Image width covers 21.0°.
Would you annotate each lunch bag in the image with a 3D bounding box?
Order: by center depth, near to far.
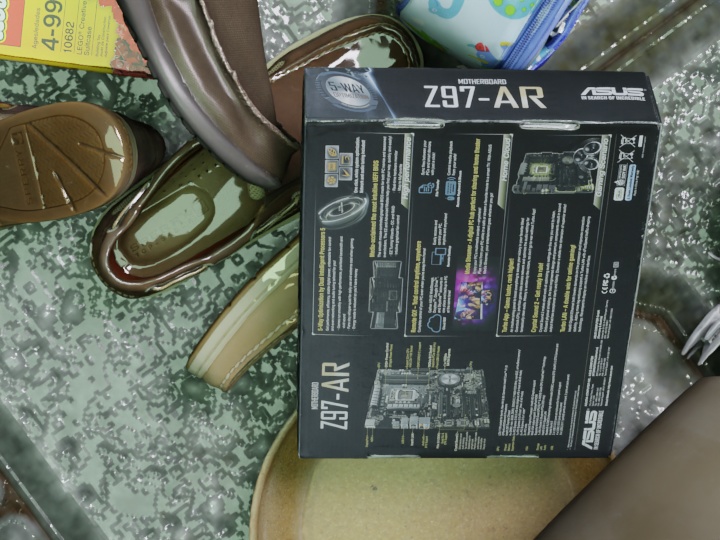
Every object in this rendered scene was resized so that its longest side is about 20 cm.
[{"bbox_3d":[0.092,-0.187,0.923,0.082,0.161,0.201,30,94,-3],"label":"lunch bag"}]

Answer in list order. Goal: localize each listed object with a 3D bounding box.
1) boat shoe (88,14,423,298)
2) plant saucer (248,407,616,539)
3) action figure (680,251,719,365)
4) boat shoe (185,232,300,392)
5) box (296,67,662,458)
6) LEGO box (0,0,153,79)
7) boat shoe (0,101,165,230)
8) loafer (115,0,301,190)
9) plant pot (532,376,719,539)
[{"bbox_3d":[-0.049,-0.052,0.977,0.202,0.075,0.075,-41,95,3],"label":"boat shoe"},{"bbox_3d":[0.041,0.135,1.017,0.198,0.035,0.202,0,95,-1],"label":"plant saucer"},{"bbox_3d":[0.247,0.056,0.999,0.130,0.069,0.200,-40,91,10],"label":"action figure"},{"bbox_3d":[0.000,0.000,0.984,0.200,0.074,0.069,-42,91,4],"label":"boat shoe"},{"bbox_3d":[0.049,0.002,0.914,0.158,0.044,0.201,0,127,-2],"label":"box"},{"bbox_3d":[-0.130,-0.200,0.960,0.147,0.077,0.202,6,96,-2],"label":"LEGO box"},{"bbox_3d":[-0.191,-0.051,0.980,0.198,0.072,0.073,-9,96,22],"label":"boat shoe"},{"bbox_3d":[-0.077,-0.131,0.891,0.071,0.073,0.201,-30,96,2],"label":"loafer"},{"bbox_3d":[0.167,0.153,0.929,0.199,0.200,0.174,34,73,-4],"label":"plant pot"}]
